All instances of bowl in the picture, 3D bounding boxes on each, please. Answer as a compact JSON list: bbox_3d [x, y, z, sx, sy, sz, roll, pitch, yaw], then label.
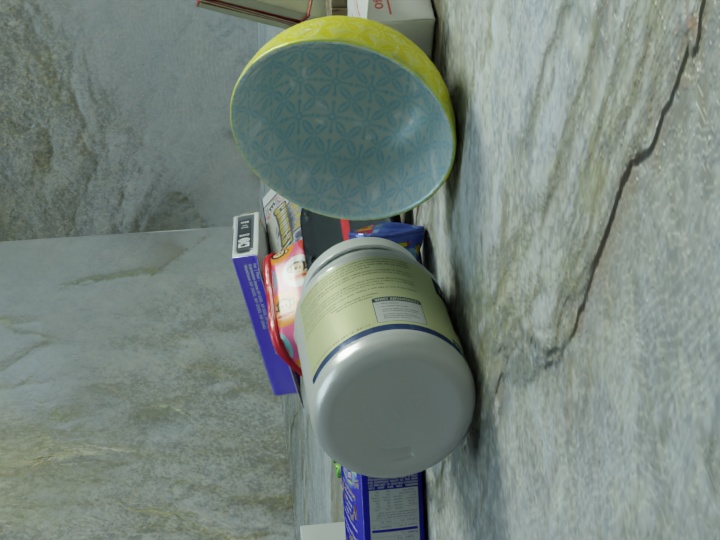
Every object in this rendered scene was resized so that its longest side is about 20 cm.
[{"bbox_3d":[-0.006,-0.152,1.276,0.201,0.198,0.108,93,-171,-45],"label":"bowl"}]

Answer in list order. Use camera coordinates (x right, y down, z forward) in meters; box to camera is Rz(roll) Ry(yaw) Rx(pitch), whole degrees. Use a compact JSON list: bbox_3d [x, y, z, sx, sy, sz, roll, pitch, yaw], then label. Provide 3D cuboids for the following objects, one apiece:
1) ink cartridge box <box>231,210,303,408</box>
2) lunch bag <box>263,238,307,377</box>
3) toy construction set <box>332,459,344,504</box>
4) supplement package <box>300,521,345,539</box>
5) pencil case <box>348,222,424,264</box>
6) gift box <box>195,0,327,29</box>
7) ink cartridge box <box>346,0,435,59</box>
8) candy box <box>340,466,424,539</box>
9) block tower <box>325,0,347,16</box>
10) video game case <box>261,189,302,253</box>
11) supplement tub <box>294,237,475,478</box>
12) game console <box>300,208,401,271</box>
[{"bbox_3d":[-0.118,0.051,1.835,0.200,0.043,0.200,-101,-5,-68],"label":"ink cartridge box"},{"bbox_3d":[-0.039,0.077,1.736,0.200,0.081,0.178,48,-155,-49],"label":"lunch bag"},{"bbox_3d":[0.005,0.289,1.773,0.131,0.091,0.203,123,153,-81],"label":"toy construction set"},{"bbox_3d":[-0.022,0.453,1.953,0.114,0.108,0.202,-106,14,-62],"label":"supplement package"},{"bbox_3d":[0.030,0.050,1.451,0.087,0.077,0.202,-63,-29,-76],"label":"pencil case"},{"bbox_3d":[-0.097,-0.376,1.791,0.185,0.185,0.202,-144,66,-78],"label":"gift box"},{"bbox_3d":[0.026,-0.222,1.369,0.201,0.067,0.117,93,169,-46],"label":"ink cartridge box"},{"bbox_3d":[0.023,0.256,1.620,0.169,0.076,0.203,-143,51,-79],"label":"candy box"},{"bbox_3d":[-0.009,-0.256,1.692,0.054,0.057,0.203,-133,41,-78],"label":"block tower"},{"bbox_3d":[-0.056,-0.098,1.847,0.181,0.025,0.201,-47,28,20],"label":"video game case"},{"bbox_3d":[0.016,0.072,1.295,0.201,0.143,0.146,-105,13,-58],"label":"supplement tub"},{"bbox_3d":[0.000,0.000,1.574,0.176,0.031,0.202,-18,80,53],"label":"game console"}]
